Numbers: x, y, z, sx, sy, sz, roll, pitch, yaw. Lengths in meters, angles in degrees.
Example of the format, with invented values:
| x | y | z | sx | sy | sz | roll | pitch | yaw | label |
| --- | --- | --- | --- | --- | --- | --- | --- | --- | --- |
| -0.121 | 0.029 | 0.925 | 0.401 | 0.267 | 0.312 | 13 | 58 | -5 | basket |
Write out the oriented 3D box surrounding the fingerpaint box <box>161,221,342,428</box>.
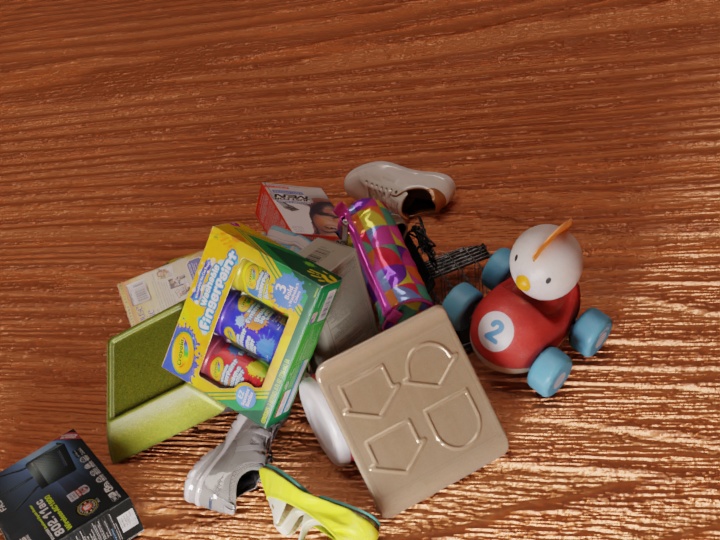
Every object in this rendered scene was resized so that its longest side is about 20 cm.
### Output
| x | y | z | sx | sy | sz | roll | pitch | yaw | label |
| --- | --- | --- | --- | --- | --- | --- | --- | --- | --- |
| -0.139 | 0.067 | 1.594 | 0.165 | 0.202 | 0.073 | 28 | 16 | 17 | fingerpaint box |

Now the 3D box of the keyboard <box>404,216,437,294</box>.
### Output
| x | y | z | sx | sy | sz | roll | pitch | yaw | label |
| --- | --- | --- | --- | --- | --- | --- | --- | --- | --- |
| 0.077 | -0.005 | 1.836 | 0.104 | 0.039 | 0.201 | -50 | 27 | 15 | keyboard |

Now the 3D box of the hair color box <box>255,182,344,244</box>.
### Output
| x | y | z | sx | sy | sz | roll | pitch | yaw | label |
| --- | --- | --- | --- | --- | --- | --- | --- | --- | --- |
| -0.090 | -0.072 | 2.033 | 0.109 | 0.065 | 0.200 | 4 | 26 | -23 | hair color box |

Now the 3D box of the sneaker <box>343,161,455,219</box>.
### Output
| x | y | z | sx | sy | sz | roll | pitch | yaw | label |
| --- | --- | --- | --- | --- | --- | --- | --- | --- | --- |
| 0.052 | -0.129 | 2.087 | 0.197 | 0.074 | 0.085 | 4 | 34 | 26 | sneaker |

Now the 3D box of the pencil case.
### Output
| x | y | z | sx | sy | sz | roll | pitch | yaw | label |
| --- | --- | --- | --- | --- | --- | --- | --- | --- | --- |
| 0.030 | -0.007 | 1.745 | 0.087 | 0.089 | 0.202 | -21 | 57 | -10 | pencil case |

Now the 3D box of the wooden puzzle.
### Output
| x | y | z | sx | sy | sz | roll | pitch | yaw | label |
| --- | --- | --- | --- | --- | --- | --- | --- | --- | --- |
| 0.061 | 0.169 | 1.534 | 0.183 | 0.202 | 0.046 | -25 | -1 | -16 | wooden puzzle |

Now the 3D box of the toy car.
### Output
| x | y | z | sx | sy | sz | roll | pitch | yaw | label |
| --- | --- | --- | --- | --- | --- | --- | --- | --- | --- |
| 0.221 | 0.017 | 1.617 | 0.183 | 0.202 | 0.176 | 36 | 55 | 26 | toy car |

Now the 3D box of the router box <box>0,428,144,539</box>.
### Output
| x | y | z | sx | sy | sz | roll | pitch | yaw | label |
| --- | --- | --- | --- | --- | --- | --- | --- | --- | --- |
| -0.386 | 0.304 | 1.618 | 0.149 | 0.063 | 0.199 | -31 | 35 | -21 | router box |

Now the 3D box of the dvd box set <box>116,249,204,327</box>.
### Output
| x | y | z | sx | sy | sz | roll | pitch | yaw | label |
| --- | --- | --- | --- | --- | --- | --- | --- | --- | --- |
| -0.259 | 0.047 | 1.933 | 0.197 | 0.030 | 0.148 | -22 | 58 | -7 | dvd box set |

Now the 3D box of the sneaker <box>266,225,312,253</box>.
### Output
| x | y | z | sx | sy | sz | roll | pitch | yaw | label |
| --- | --- | --- | --- | --- | --- | --- | --- | --- | --- |
| -0.100 | 0.016 | 1.830 | 0.132 | 0.079 | 0.199 | -62 | 27 | -4 | sneaker |

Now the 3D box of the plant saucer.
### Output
| x | y | z | sx | sy | sz | roll | pitch | yaw | label |
| --- | --- | --- | --- | --- | --- | --- | --- | --- | --- |
| -0.278 | 0.134 | 1.733 | 0.198 | 0.048 | 0.202 | -26 | 49 | 20 | plant saucer |

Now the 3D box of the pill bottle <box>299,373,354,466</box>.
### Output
| x | y | z | sx | sy | sz | roll | pitch | yaw | label |
| --- | --- | --- | --- | --- | --- | --- | --- | --- | --- |
| 0.033 | 0.153 | 1.615 | 0.198 | 0.121 | 0.120 | -25 | 33 | -16 | pill bottle |

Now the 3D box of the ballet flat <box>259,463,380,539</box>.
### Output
| x | y | z | sx | sy | sz | roll | pitch | yaw | label |
| --- | --- | --- | --- | --- | --- | --- | --- | --- | --- |
| -0.064 | 0.291 | 1.504 | 0.198 | 0.067 | 0.067 | 18 | 66 | 40 | ballet flat |

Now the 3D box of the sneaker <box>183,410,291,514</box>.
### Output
| x | y | z | sx | sy | sz | roll | pitch | yaw | label |
| --- | --- | --- | --- | --- | --- | --- | --- | --- | --- |
| -0.140 | 0.241 | 1.622 | 0.081 | 0.075 | 0.200 | 26 | 48 | 17 | sneaker |

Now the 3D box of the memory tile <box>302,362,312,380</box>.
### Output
| x | y | z | sx | sy | sz | roll | pitch | yaw | label |
| --- | --- | --- | --- | --- | --- | --- | --- | --- | --- |
| -0.119 | 0.071 | 1.707 | 0.017 | 0.154 | 0.202 | -28 | 74 | -11 | memory tile |

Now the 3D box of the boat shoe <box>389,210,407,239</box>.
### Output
| x | y | z | sx | sy | sz | roll | pitch | yaw | label |
| --- | --- | --- | --- | --- | --- | --- | --- | --- | --- |
| 0.000 | 0.000 | 1.840 | 0.202 | 0.072 | 0.072 | -60 | 27 | -6 | boat shoe |

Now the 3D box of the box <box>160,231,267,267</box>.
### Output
| x | y | z | sx | sy | sz | roll | pitch | yaw | label |
| --- | --- | --- | --- | --- | --- | --- | --- | --- | --- |
| -0.227 | 0.008 | 2.023 | 0.197 | 0.049 | 0.118 | -15 | 32 | -3 | box |

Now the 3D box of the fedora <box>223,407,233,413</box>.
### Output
| x | y | z | sx | sy | sz | roll | pitch | yaw | label |
| --- | --- | --- | --- | --- | --- | --- | --- | --- | --- |
| -0.185 | 0.111 | 1.800 | 0.175 | 0.091 | 0.199 | 16 | 44 | 40 | fedora |

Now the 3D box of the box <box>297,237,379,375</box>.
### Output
| x | y | z | sx | sy | sz | roll | pitch | yaw | label |
| --- | --- | --- | --- | --- | --- | --- | --- | --- | --- |
| -0.036 | 0.069 | 1.696 | 0.077 | 0.202 | 0.095 | 18 | 43 | 42 | box |

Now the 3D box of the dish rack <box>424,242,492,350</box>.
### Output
| x | y | z | sx | sy | sz | roll | pitch | yaw | label |
| --- | --- | --- | --- | --- | --- | --- | --- | --- | --- |
| 0.145 | 0.035 | 1.814 | 0.151 | 0.055 | 0.200 | -19 | 30 | -7 | dish rack |
